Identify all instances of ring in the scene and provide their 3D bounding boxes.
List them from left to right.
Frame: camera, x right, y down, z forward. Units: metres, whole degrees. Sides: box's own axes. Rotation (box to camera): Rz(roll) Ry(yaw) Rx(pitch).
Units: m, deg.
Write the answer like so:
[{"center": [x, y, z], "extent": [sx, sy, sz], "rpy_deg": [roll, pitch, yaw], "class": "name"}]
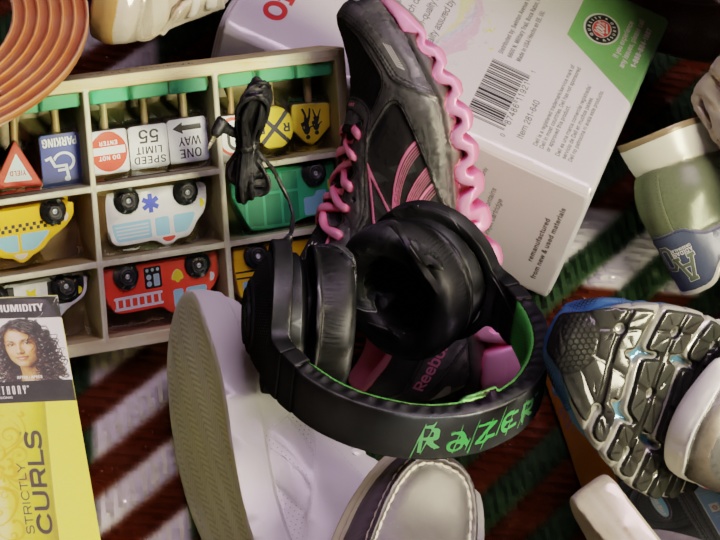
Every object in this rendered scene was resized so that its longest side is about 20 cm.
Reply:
[{"center": [-0.219, -0.106, 1.204], "extent": [0.199, 0.019, 0.201], "rpy_deg": [2, 40, -1], "class": "ring"}]

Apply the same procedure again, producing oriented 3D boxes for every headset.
[{"center": [0.000, 0.000, 1.162], "extent": [0.123, 0.095, 0.200], "rpy_deg": [-15, 40, -31], "class": "headset"}]

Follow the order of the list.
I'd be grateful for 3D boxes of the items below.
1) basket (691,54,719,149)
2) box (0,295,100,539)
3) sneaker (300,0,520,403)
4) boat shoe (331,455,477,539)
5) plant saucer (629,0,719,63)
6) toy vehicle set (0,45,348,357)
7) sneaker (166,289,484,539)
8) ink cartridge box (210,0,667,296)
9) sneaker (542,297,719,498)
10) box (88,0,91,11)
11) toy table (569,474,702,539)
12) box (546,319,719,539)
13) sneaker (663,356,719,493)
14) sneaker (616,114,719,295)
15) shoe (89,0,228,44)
[{"center": [0.270, -0.057, 1.285], "extent": [0.123, 0.136, 0.201], "rpy_deg": [-15, 63, -38], "class": "basket"}, {"center": [-0.150, 0.108, 1.135], "extent": [0.075, 0.050, 0.201], "rpy_deg": [-1, 59, -18], "class": "box"}, {"center": [0.010, -0.027, 1.251], "extent": [0.095, 0.079, 0.202], "rpy_deg": [-16, 100, -8], "class": "sneaker"}, {"center": [0.014, 0.166, 1.095], "extent": [0.072, 0.065, 0.201], "rpy_deg": [26, 71, -20], "class": "boat shoe"}, {"center": [0.115, -0.166, 1.385], "extent": [0.199, 0.200, 0.035], "rpy_deg": [24, 83, 3], "class": "plant saucer"}, {"center": [-0.097, -0.031, 1.247], "extent": [0.199, 0.125, 0.026], "rpy_deg": [-9, 11, -25], "class": "toy vehicle set"}, {"center": [-0.011, 0.095, 1.197], "extent": [0.115, 0.074, 0.201], "rpy_deg": [-7, 63, -25], "class": "sneaker"}, {"center": [0.036, -0.098, 1.365], "extent": [0.199, 0.084, 0.145], "rpy_deg": [25, 47, 3], "class": "ink cartridge box"}, {"center": [0.124, 0.052, 1.183], "extent": [0.090, 0.079, 0.200], "rpy_deg": [27, 0, 34], "class": "sneaker"}, {"center": [-0.171, -0.247, 1.383], "extent": [0.199, 0.148, 0.104], "rpy_deg": [30, 48, 10], "class": "box"}, {"center": [0.152, 0.178, 1.112], "extent": [0.200, 0.117, 0.184], "rpy_deg": [39, 76, 19], "class": "toy table"}, {"center": [0.163, 0.093, 1.272], "extent": [0.118, 0.042, 0.201], "rpy_deg": [-2, 54, -20], "class": "box"}, {"center": [0.220, 0.080, 1.142], "extent": [0.199, 0.078, 0.082], "rpy_deg": [9, 21, -33], "class": "sneaker"}, {"center": [0.214, -0.035, 1.390], "extent": [0.199, 0.067, 0.091], "rpy_deg": [-9, 82, -42], "class": "sneaker"}, {"center": [-0.074, -0.165, 1.291], "extent": [0.053, 0.070, 0.200], "rpy_deg": [15, 36, 12], "class": "shoe"}]
